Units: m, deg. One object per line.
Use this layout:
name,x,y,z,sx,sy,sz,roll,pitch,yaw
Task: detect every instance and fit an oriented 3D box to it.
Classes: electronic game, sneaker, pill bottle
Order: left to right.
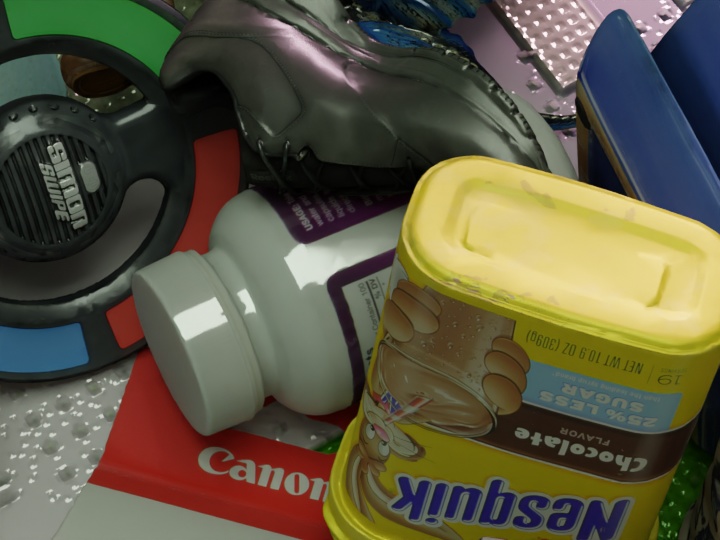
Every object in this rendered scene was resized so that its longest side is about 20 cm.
electronic game,-0.146,-0.042,1.117,0.200,0.200,0.042,-23,26,-13
sneaker,-0.003,-0.062,1.069,0.200,0.076,0.091,31,71,27
pill bottle,0.000,0.000,1.126,0.200,0.112,0.112,-23,65,-15

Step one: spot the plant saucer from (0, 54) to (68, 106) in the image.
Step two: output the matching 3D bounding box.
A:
plant saucer,-0.243,-0.064,1.196,0.201,0.039,0.201,1,62,-2

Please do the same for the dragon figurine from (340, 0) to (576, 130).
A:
dragon figurine,0.028,-0.114,1.197,0.200,0.099,0.059,20,64,9

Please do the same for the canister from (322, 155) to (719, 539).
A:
canister,0.071,0.055,1.028,0.148,0.200,0.087,17,49,4

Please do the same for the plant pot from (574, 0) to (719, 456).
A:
plant pot,0.207,-0.031,1.110,0.180,0.200,0.200,-22,64,-5

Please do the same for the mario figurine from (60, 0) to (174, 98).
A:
mario figurine,-0.153,-0.183,1.199,0.106,0.123,0.200,20,43,-42

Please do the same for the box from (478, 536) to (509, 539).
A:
box,0.123,0.189,1.015,0.200,0.100,0.096,14,62,-11

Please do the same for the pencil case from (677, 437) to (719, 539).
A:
pencil case,0.187,0.096,1.033,0.078,0.200,0.090,-5,63,-6

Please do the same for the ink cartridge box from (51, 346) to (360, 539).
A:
ink cartridge box,-0.056,0.130,1.094,0.161,0.050,0.200,14,64,5
